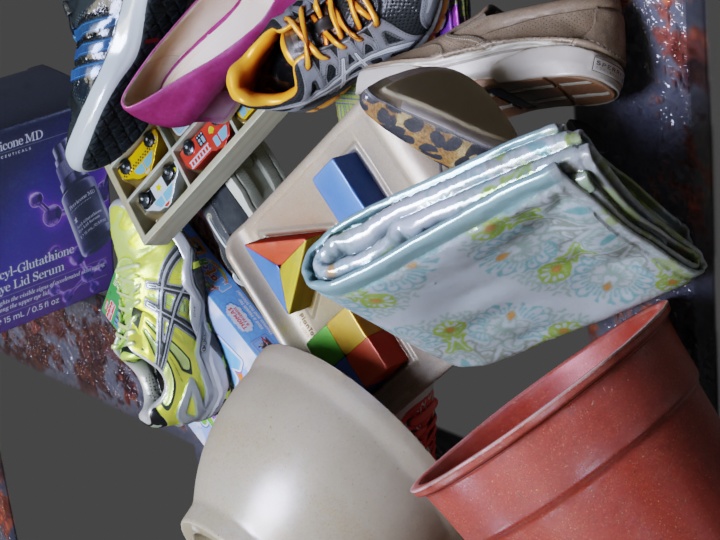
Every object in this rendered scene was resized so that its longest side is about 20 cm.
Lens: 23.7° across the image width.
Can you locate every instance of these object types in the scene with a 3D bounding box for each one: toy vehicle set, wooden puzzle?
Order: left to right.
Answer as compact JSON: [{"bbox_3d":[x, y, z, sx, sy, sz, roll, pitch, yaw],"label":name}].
[{"bbox_3d":[-0.129,-0.130,1.325,0.200,0.026,0.125,-45,64,31],"label":"toy vehicle set"},{"bbox_3d":[0.000,0.000,1.208,0.200,0.046,0.186,-42,75,34],"label":"wooden puzzle"}]

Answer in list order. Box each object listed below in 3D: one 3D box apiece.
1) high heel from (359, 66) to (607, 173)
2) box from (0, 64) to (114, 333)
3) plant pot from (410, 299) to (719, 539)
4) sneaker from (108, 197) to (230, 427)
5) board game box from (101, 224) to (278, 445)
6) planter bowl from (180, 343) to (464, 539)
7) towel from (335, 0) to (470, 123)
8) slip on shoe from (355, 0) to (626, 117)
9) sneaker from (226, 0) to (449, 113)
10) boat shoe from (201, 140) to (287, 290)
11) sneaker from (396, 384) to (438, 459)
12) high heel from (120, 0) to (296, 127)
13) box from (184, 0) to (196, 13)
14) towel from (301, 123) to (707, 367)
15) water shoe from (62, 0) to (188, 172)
[{"bbox_3d":[0.046,-0.049,1.056,0.143,0.199,0.072,-47,50,30],"label":"high heel"},{"bbox_3d":[-0.313,-0.065,1.551,0.104,0.147,0.202,28,129,39],"label":"box"},{"bbox_3d":[0.166,0.157,1.066,0.196,0.200,0.201,54,142,3],"label":"plant pot"},{"bbox_3d":[-0.172,0.036,1.434,0.075,0.076,0.202,-16,94,53],"label":"sneaker"},{"bbox_3d":[-0.145,0.056,1.503,0.200,0.036,0.152,49,139,20],"label":"board game box"},{"bbox_3d":[-0.040,0.171,1.199,0.200,0.135,0.201,37,159,17],"label":"planter bowl"},{"bbox_3d":[0.030,-0.137,1.199,0.143,0.023,0.202,14,118,47],"label":"towel"},{"bbox_3d":[0.082,-0.136,1.089,0.199,0.076,0.061,-3,74,46],"label":"slip on shoe"},{"bbox_3d":[-0.015,-0.161,1.153,0.200,0.077,0.079,-39,75,42],"label":"sneaker"},{"bbox_3d":[-0.073,-0.014,1.346,0.068,0.071,0.201,-45,64,42],"label":"boat shoe"},{"bbox_3d":[0.041,0.138,1.302,0.108,0.067,0.202,43,134,14],"label":"sneaker"},{"bbox_3d":[-0.099,-0.190,1.218,0.067,0.096,0.201,49,120,28],"label":"high heel"},{"bbox_3d":[-0.171,-0.268,1.316,0.200,0.036,0.145,44,116,31],"label":"box"},{"bbox_3d":[0.090,-0.005,1.043,0.199,0.171,0.049,-23,54,29],"label":"towel"},{"bbox_3d":[-0.182,-0.171,1.260,0.079,0.071,0.201,34,112,24],"label":"water shoe"}]
